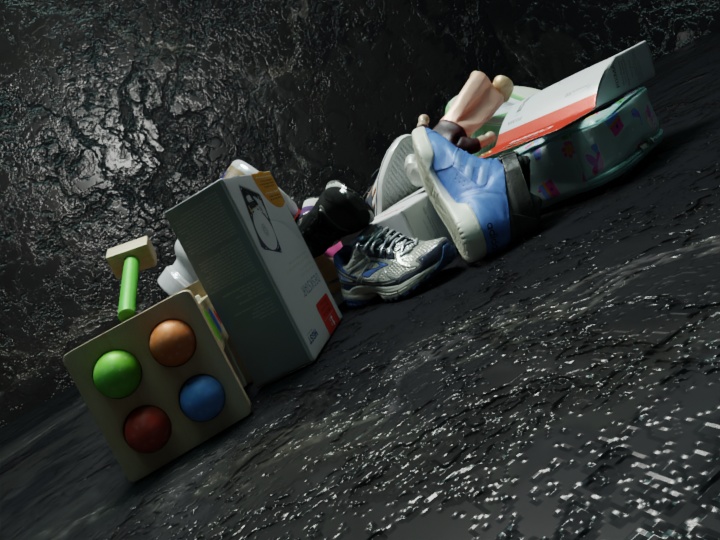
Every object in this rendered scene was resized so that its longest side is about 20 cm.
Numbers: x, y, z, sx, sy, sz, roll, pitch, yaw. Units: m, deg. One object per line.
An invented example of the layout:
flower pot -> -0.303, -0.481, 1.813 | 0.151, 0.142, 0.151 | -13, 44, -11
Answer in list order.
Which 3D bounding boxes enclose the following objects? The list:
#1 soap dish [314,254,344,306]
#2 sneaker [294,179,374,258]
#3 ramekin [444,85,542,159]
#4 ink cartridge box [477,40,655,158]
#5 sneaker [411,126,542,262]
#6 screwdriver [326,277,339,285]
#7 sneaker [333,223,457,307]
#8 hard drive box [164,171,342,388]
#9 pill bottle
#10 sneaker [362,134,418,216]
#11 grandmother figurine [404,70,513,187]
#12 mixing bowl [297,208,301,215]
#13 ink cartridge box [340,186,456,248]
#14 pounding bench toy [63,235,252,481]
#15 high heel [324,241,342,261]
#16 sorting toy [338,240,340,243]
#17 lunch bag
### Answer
soap dish -> -0.123, 0.048, 0.853 | 0.156, 0.083, 0.198 | -32, 9, -30
sneaker -> -0.047, -0.050, 0.744 | 0.089, 0.075, 0.199 | -56, 14, -16
ramekin -> 0.219, -0.213, 0.890 | 0.194, 0.100, 0.202 | -4, 34, 3
ink cartridge box -> 0.232, -0.200, 0.691 | 0.197, 0.058, 0.161 | -25, 7, -29
sneaker -> 0.134, -0.107, 0.655 | 0.109, 0.078, 0.203 | -22, 48, 1
screwdriver -> 0.000, 0.000, 0.833 | 0.029, 0.028, 0.198 | -32, -5, 36
sneaker -> 0.027, -0.014, 0.679 | 0.076, 0.087, 0.198 | -33, 9, -39
hard drive box -> -0.109, 0.001, 0.639 | 0.075, 0.204, 0.156 | -24, 8, 13
pill bottle -> -0.185, -0.040, 0.794 | 0.202, 0.115, 0.116 | -55, 10, -4
sneaker -> 0.044, -0.123, 0.927 | 0.077, 0.205, 0.079 | 5, 18, -29
grandmother figurine -> 0.124, -0.191, 0.778 | 0.120, 0.061, 0.201 | 18, 61, 42
mixing bowl -> -0.162, -0.052, 0.934 | 0.196, 0.110, 0.200 | -27, 8, 4
ink cartridge box -> 0.089, -0.065, 0.800 | 0.199, 0.086, 0.143 | -35, 9, -38
pounding bench toy -> -0.202, 0.065, 0.554 | 0.122, 0.204, 0.156 | -28, 6, -8
high heel -> -0.038, -0.028, 1.031 | 0.196, 0.068, 0.097 | -24, 27, 4
sorting toy -> 0.036, -0.078, 1.165 | 0.195, 0.071, 0.200 | -29, 7, -2
lunch bag -> 0.256, -0.139, 0.691 | 0.159, 0.079, 0.198 | -30, 7, -36
